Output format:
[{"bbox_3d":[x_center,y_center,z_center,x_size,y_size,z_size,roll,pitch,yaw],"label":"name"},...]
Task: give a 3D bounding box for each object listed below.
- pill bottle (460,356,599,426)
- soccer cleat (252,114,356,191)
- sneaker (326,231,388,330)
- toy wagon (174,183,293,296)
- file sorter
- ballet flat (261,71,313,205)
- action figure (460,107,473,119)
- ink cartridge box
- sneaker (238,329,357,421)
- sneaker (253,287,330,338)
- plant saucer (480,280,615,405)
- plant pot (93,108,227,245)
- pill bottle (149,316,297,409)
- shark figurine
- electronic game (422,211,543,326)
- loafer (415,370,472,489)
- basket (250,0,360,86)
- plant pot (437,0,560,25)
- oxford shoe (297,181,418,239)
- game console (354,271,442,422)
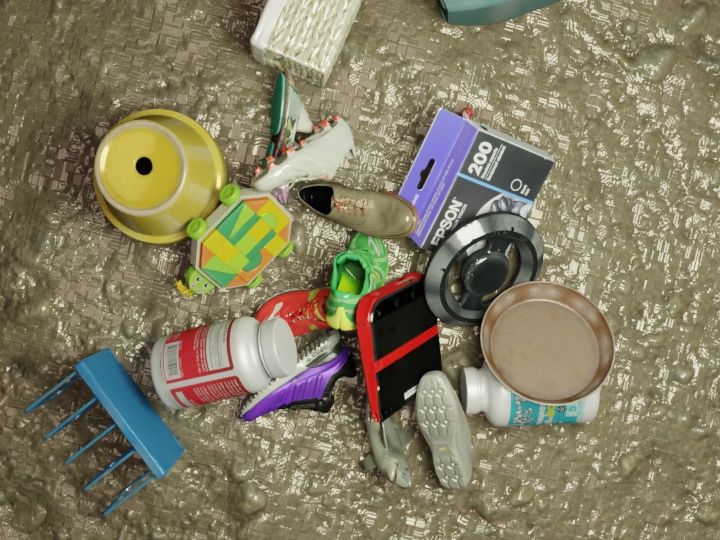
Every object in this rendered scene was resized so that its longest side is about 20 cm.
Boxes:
[{"bbox_3d":[0.254,0.179,1.377,0.196,0.111,0.113,-2,91,-1],"label":"pill bottle"},{"bbox_3d":[-0.076,-0.159,1.341,0.200,0.069,0.078,-40,110,-36],"label":"soccer cleat"},{"bbox_3d":[0.000,0.000,1.324,0.073,0.201,0.084,9,131,6],"label":"sneaker"},{"bbox_3d":[-0.191,-0.030,1.346,0.200,0.040,0.155,-46,135,-1],"label":"toy wagon"},{"bbox_3d":[-0.379,0.240,1.343,0.122,0.139,0.201,-37,92,3],"label":"file sorter"},{"bbox_3d":[-0.111,-0.198,1.385,0.070,0.069,0.203,10,95,-20],"label":"ballet flat"},{"bbox_3d":[0.150,-0.151,1.374,0.064,0.099,0.203,15,88,-24],"label":"action figure"},{"bbox_3d":[0.162,-0.113,1.343,0.197,0.044,0.200,17,110,-22],"label":"ink cartridge box"},{"bbox_3d":[-0.089,0.187,1.385,0.199,0.070,0.100,-36,100,1],"label":"sneaker"},{"bbox_3d":[-0.071,0.058,1.375,0.197,0.085,0.078,-15,90,-3],"label":"sneaker"},{"bbox_3d":[0.273,0.110,1.334,0.197,0.035,0.203,1,59,-1],"label":"plant saucer"},{"bbox_3d":[-0.299,-0.140,1.312,0.197,0.189,0.204,0,90,-3],"label":"plant pot"},{"bbox_3d":[-0.199,0.132,1.334,0.197,0.112,0.114,-13,91,16],"label":"pill bottle"},{"bbox_3d":[0.049,0.230,1.400,0.088,0.128,0.218,0,72,-27],"label":"shark figurine"},{"bbox_3d":[0.186,0.001,1.360,0.197,0.042,0.202,-11,127,-15],"label":"electronic game"},{"bbox_3d":[0.129,0.235,1.371,0.069,0.070,0.203,-3,115,22],"label":"loafer"},{"bbox_3d":[-0.069,-0.389,1.344,0.122,0.136,0.202,23,90,-4],"label":"basket"},{"bbox_3d":[0.191,-0.468,1.330,0.198,0.196,0.198,-24,92,7],"label":"plant pot"},{"bbox_3d":[-0.007,-0.088,1.332,0.198,0.074,0.072,13,98,35],"label":"oxford shoe"},{"bbox_3d":[0.060,0.106,1.330,0.031,0.199,0.180,2,104,33],"label":"game console"}]
